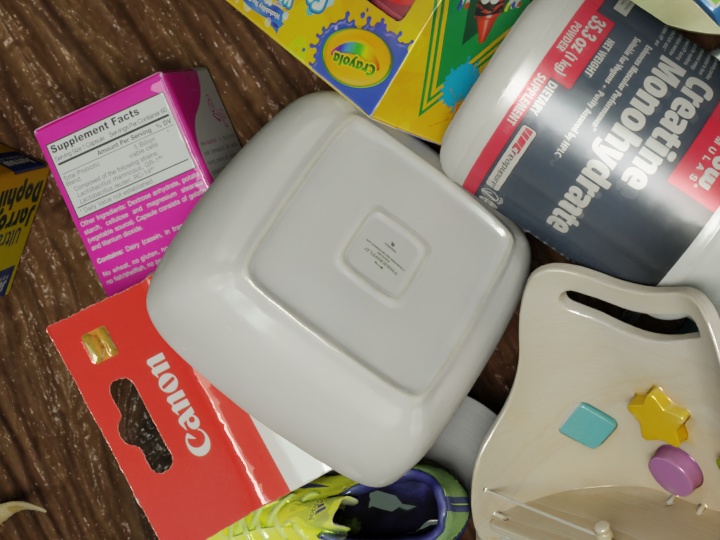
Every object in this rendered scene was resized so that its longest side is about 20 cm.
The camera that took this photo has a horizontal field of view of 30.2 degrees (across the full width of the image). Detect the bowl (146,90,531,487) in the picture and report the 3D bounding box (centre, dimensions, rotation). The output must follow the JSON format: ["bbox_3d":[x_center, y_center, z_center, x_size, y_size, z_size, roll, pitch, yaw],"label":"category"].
[{"bbox_3d":[0.000,0.000,0.782,0.200,0.075,0.200,37,64,-6],"label":"bowl"}]

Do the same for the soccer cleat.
[{"bbox_3d":[-0.032,0.153,0.817,0.200,0.084,0.065,-10,76,8],"label":"soccer cleat"}]

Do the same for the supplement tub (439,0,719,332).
[{"bbox_3d":[0.159,-0.062,0.752,0.200,0.140,0.140,34,105,4],"label":"supplement tub"}]

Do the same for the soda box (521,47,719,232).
[{"bbox_3d":[0.186,-0.090,0.847,0.200,0.063,0.068,-19,96,14],"label":"soda box"}]

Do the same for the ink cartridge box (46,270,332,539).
[{"bbox_3d":[-0.061,0.054,0.806,0.200,0.050,0.161,-27,86,-28],"label":"ink cartridge box"}]

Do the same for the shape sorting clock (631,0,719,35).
[{"bbox_3d":[0.225,-0.245,0.823,0.200,0.039,0.200,0,90,9],"label":"shape sorting clock"}]

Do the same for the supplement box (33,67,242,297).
[{"bbox_3d":[-0.120,-0.027,0.901,0.103,0.101,0.200,-21,95,14],"label":"supplement box"}]

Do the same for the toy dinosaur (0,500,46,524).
[{"bbox_3d":[-0.317,0.208,1.019,0.101,0.058,0.200,36,113,-12],"label":"toy dinosaur"}]

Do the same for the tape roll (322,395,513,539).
[{"bbox_3d":[0.029,0.175,0.879,0.200,0.066,0.201,-3,77,11],"label":"tape roll"}]

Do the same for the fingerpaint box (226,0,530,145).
[{"bbox_3d":[0.011,-0.199,0.806,0.200,0.073,0.167,44,110,38],"label":"fingerpaint box"}]

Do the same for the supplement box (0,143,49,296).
[{"bbox_3d":[-0.342,-0.058,0.936,0.200,0.109,0.110,24,104,6],"label":"supplement box"}]

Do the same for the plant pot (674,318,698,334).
[{"bbox_3d":[0.284,0.106,0.828,0.200,0.135,0.200,2,101,11],"label":"plant pot"}]

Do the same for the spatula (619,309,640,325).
[{"bbox_3d":[0.176,0.046,0.895,0.056,0.021,0.200,11,108,-16],"label":"spatula"}]

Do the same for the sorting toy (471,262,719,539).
[{"bbox_3d":[0.155,0.085,0.736,0.200,0.107,0.180,15,127,46],"label":"sorting toy"}]
